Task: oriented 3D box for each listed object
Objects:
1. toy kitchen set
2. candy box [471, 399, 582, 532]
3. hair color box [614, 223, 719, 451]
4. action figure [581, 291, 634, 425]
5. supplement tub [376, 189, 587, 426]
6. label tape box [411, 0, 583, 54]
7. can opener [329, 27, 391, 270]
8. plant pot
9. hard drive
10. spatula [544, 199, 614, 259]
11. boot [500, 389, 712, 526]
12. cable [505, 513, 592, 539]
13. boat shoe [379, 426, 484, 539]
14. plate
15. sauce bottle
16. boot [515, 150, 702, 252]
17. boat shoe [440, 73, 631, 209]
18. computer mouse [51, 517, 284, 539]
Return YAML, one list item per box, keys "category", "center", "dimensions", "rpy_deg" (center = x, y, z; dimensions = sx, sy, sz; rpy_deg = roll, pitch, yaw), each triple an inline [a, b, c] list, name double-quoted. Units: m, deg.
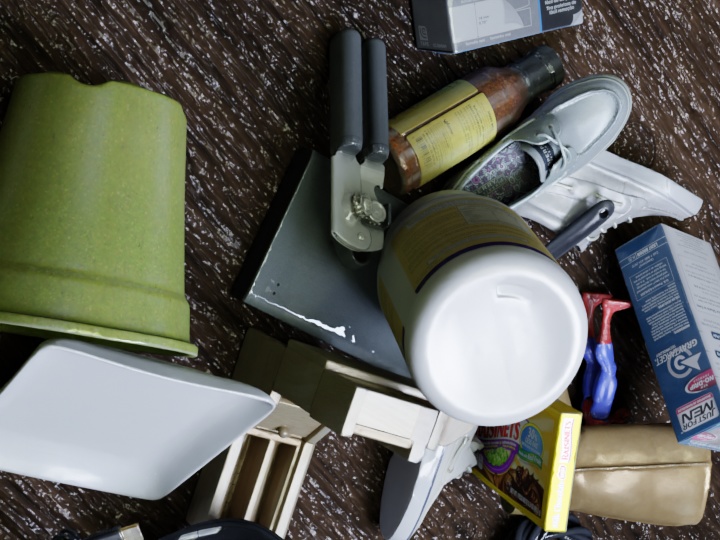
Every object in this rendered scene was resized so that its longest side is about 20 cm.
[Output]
- category: "toy kitchen set"
  center: [-0.011, 0.168, 1.261]
  dimensions: [0.162, 0.199, 0.183]
  rpy_deg: [18, 92, -30]
- category: "candy box"
  center: [0.138, 0.150, 1.344]
  dimensions: [0.026, 0.200, 0.104]
  rpy_deg: [7, 97, -18]
- category: "hair color box"
  center: [0.315, 0.065, 1.434]
  dimensions: [0.099, 0.060, 0.202]
  rpy_deg: [15, 52, -46]
- category: "action figure"
  center: [0.253, 0.128, 1.482]
  dimensions: [0.098, 0.065, 0.203]
  rpy_deg: [6, 97, -21]
- category: "supplement tub"
  center: [0.091, 0.023, 1.235]
  dimensions: [0.143, 0.200, 0.147]
  rpy_deg: [-3, 110, -8]
- category: "label tape box"
  center: [0.110, -0.301, 1.317]
  dimensions: [0.143, 0.063, 0.203]
  rpy_deg: [-17, 108, -27]
- category: "can opener"
  center: [-0.008, -0.103, 1.265]
  dimensions: [0.052, 0.066, 0.203]
  rpy_deg: [15, 66, -33]
- category: "plant pot"
  center: [-0.205, -0.042, 1.129]
  dimensions: [0.198, 0.200, 0.187]
  rpy_deg: [12, 83, -31]
- category: "hard drive"
  center: [0.000, 0.000, 1.331]
  dimensions: [0.199, 0.033, 0.141]
  rpy_deg: [28, 85, -31]
- category: "spatula"
  center: [0.154, 0.004, 1.389]
  dimensions: [0.200, 0.021, 0.056]
  rpy_deg: [-44, 120, 6]
- category: "boot"
  center: [0.233, 0.149, 1.417]
  dimensions: [0.197, 0.066, 0.178]
  rpy_deg: [3, 103, -18]
- category: "cable"
  center: [0.183, 0.328, 1.492]
  dimensions: [0.162, 0.051, 0.203]
  rpy_deg: [13, 93, -31]
- category: "boat shoe"
  center: [0.077, 0.158, 1.368]
  dimensions: [0.069, 0.071, 0.202]
  rpy_deg: [15, 103, -20]
- category: "plate"
  center: [-0.196, 0.112, 1.177]
  dimensions: [0.198, 0.199, 0.033]
  rpy_deg: [18, 51, -31]
- category: "sauce bottle"
  center: [0.096, -0.137, 1.340]
  dimensions: [0.199, 0.066, 0.067]
  rpy_deg: [-30, 113, -23]
- category: "boot"
  center: [0.226, -0.062, 1.435]
  dimensions: [0.198, 0.073, 0.097]
  rpy_deg: [20, 96, -23]
- category: "boat shoe"
  center: [0.156, -0.098, 1.336]
  dimensions: [0.200, 0.072, 0.070]
  rpy_deg: [-36, 100, 9]
- category: "computer mouse"
  center: [-0.152, 0.218, 1.216]
  dimensions: [0.197, 0.047, 0.141]
  rpy_deg: [-9, 150, 3]
